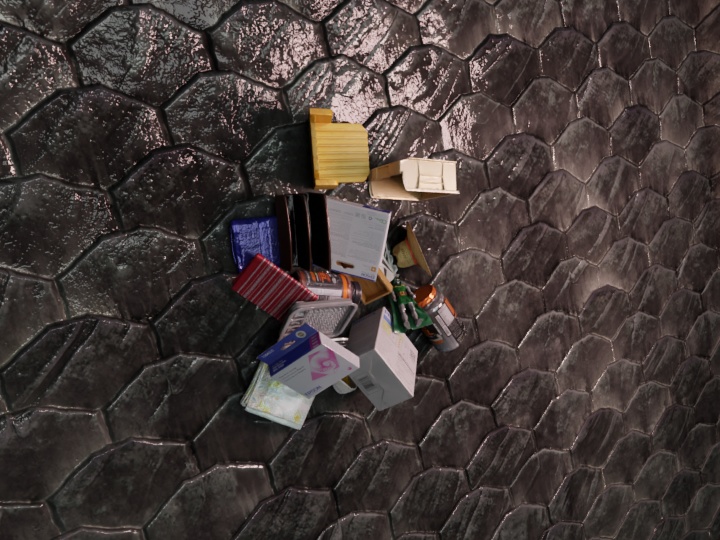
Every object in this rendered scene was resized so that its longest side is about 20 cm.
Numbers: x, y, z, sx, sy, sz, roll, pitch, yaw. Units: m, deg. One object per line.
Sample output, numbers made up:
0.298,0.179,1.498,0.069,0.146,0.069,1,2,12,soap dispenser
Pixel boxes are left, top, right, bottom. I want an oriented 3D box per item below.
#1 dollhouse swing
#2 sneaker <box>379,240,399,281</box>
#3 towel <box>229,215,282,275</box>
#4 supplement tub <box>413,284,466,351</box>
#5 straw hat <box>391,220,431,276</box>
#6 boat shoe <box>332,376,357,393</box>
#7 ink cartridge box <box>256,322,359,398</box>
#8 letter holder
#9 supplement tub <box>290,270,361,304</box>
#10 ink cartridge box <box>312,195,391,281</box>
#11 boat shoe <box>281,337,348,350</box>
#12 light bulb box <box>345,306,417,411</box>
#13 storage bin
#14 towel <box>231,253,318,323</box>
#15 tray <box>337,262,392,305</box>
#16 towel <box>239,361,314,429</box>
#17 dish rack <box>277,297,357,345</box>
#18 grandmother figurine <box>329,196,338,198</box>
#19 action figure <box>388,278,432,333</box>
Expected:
-0.052,-0.336,1.438,0.174,0.182,0.202,-4,94,-7,dollhouse swing
0.043,-0.045,1.549,0.088,0.074,0.201,-32,107,-24,sneaker
-0.254,-0.077,1.409,0.198,0.049,0.149,-11,105,-27,towel
0.241,0.150,1.637,0.122,0.122,0.201,-43,110,-19,supplement tub
0.142,-0.051,1.566,0.084,0.201,0.202,-22,105,6,straw hat
-0.078,0.272,1.490,0.201,0.070,0.071,57,43,-11,boat shoe
-0.138,0.244,1.352,0.196,0.044,0.200,-36,126,26,ink cartridge box
-0.148,-0.099,1.353,0.100,0.142,0.202,-9,104,-26,letter holder
-0.099,0.059,1.461,0.198,0.107,0.108,5,90,-28,supplement tub
-0.027,-0.088,1.430,0.198,0.041,0.202,15,111,8,ink cartridge box
-0.128,0.226,1.425,0.198,0.076,0.061,-10,79,-3,boat shoe
0.061,0.253,1.493,0.199,0.124,0.200,53,25,-20,light bulb box
0.151,-0.266,1.522,0.197,0.200,0.095,-2,93,-27,storage bin
-0.229,0.053,1.364,0.199,0.145,0.023,37,32,-14,towel
0.000,0.000,1.519,0.201,0.098,0.037,54,26,-19,tray
-0.218,0.337,1.448,0.199,0.048,0.172,30,80,-26,towel
-0.120,0.130,1.383,0.198,0.172,0.044,-3,51,-31,dish rack
-0.103,-0.160,1.477,0.199,0.060,0.122,20,92,-25,grandmother figurine
0.131,0.095,1.552,0.117,0.201,0.055,-9,130,-9,action figure
